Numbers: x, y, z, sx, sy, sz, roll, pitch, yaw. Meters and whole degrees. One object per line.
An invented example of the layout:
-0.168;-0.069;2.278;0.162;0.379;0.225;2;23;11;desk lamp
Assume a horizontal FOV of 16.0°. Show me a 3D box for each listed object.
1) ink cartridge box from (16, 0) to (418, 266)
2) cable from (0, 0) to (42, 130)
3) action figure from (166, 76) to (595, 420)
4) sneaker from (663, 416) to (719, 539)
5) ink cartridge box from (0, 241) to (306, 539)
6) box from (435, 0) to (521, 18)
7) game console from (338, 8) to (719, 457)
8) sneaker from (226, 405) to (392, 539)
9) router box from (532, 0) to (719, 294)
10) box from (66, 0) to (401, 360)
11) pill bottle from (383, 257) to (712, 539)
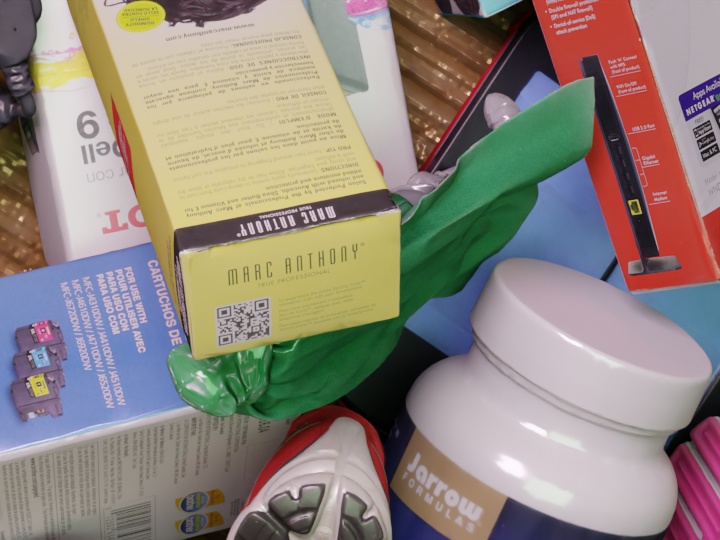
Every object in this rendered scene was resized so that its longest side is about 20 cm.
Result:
-0.067;-0.107;1.003;0.145;0.087;0.201;-11;100;-11;ink cartridge box
-0.195;-0.139;0.950;0.051;0.163;0.201;-34;115;-51;cable
0.000;0.000;0.907;0.055;0.200;0.118;37;130;15;action figure
0.157;0.127;1.060;0.088;0.082;0.200;18;130;-35;sneaker
-0.095;0.054;0.981;0.199;0.137;0.077;-12;66;-10;ink cartridge box
0.020;-0.200;1.014;0.049;0.082;0.201;-27;100;-7;box
0.095;0.005;1.078;0.177;0.031;0.200;34;89;-13;game console
-0.025;0.138;0.967;0.077;0.085;0.201;17;121;-4;sneaker
0.154;-0.110;1.020;0.200;0.049;0.180;-28;103;-41;router box
-0.049;-0.060;0.870;0.075;0.200;0.050;-12;136;-13;box
0.055;0.104;1.013;0.115;0.116;0.201;20;107;-13;pill bottle
